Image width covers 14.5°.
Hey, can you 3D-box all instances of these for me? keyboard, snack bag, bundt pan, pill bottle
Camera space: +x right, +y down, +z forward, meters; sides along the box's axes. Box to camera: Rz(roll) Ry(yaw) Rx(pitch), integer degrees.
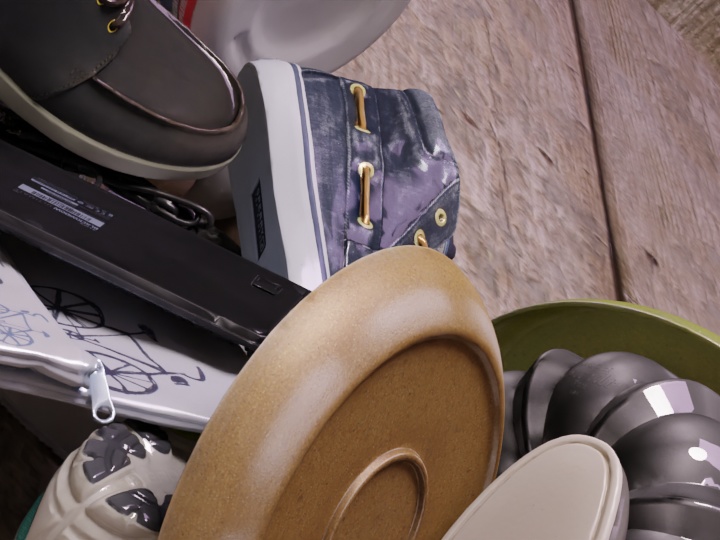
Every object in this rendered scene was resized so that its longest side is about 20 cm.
[{"bbox_3d":[-0.110,-0.023,1.090,0.199,0.021,0.127,27,18,5],"label":"keyboard"},{"bbox_3d":[-0.125,0.006,1.033,0.199,0.022,0.189,15,16,-26],"label":"snack bag"},{"bbox_3d":[0.075,0.116,1.114,0.076,0.202,0.202,42,15,-41],"label":"bundt pan"},{"bbox_3d":[-0.067,-0.188,1.277,0.200,0.120,0.119,55,18,27],"label":"pill bottle"}]

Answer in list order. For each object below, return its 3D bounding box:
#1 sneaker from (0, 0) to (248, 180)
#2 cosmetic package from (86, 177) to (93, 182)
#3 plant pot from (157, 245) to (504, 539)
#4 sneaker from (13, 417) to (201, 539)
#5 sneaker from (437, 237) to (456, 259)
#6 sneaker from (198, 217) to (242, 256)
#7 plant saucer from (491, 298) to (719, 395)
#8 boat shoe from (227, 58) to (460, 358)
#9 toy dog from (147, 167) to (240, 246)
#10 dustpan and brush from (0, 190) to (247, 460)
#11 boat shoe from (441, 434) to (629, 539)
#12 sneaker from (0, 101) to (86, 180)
[{"bbox_3d":[-0.103,-0.115,1.093,0.199,0.106,0.075,32,37,-26],"label":"sneaker"},{"bbox_3d":[-0.169,-0.140,1.303,0.200,0.103,0.073,45,15,-12],"label":"cosmetic package"},{"bbox_3d":[-0.004,0.089,1.001,0.027,0.201,0.200,25,5,29],"label":"plant pot"},{"bbox_3d":[-0.064,0.095,1.036,0.078,0.080,0.200,52,21,23],"label":"sneaker"},{"bbox_3d":[0.003,-0.029,1.350,0.085,0.078,0.200,10,16,11],"label":"sneaker"},{"bbox_3d":[-0.049,0.045,1.261,0.200,0.076,0.115,41,-3,0],"label":"sneaker"},{"bbox_3d":[0.125,0.089,1.235,0.200,0.200,0.031,45,46,-5],"label":"plant saucer"},{"bbox_3d":[0.000,0.000,1.183,0.090,0.071,0.201,5,59,-19],"label":"boat shoe"},{"bbox_3d":[-0.085,-0.098,1.427,0.200,0.096,0.132,53,17,23],"label":"toy dog"},{"bbox_3d":[-0.079,0.062,1.132,0.200,0.057,0.139,46,33,20],"label":"dustpan and brush"},{"bbox_3d":[0.045,0.155,1.023,0.067,0.201,0.057,15,-22,36],"label":"boat shoe"},{"bbox_3d":[-0.172,-0.079,1.162,0.200,0.095,0.079,31,19,-46],"label":"sneaker"}]
